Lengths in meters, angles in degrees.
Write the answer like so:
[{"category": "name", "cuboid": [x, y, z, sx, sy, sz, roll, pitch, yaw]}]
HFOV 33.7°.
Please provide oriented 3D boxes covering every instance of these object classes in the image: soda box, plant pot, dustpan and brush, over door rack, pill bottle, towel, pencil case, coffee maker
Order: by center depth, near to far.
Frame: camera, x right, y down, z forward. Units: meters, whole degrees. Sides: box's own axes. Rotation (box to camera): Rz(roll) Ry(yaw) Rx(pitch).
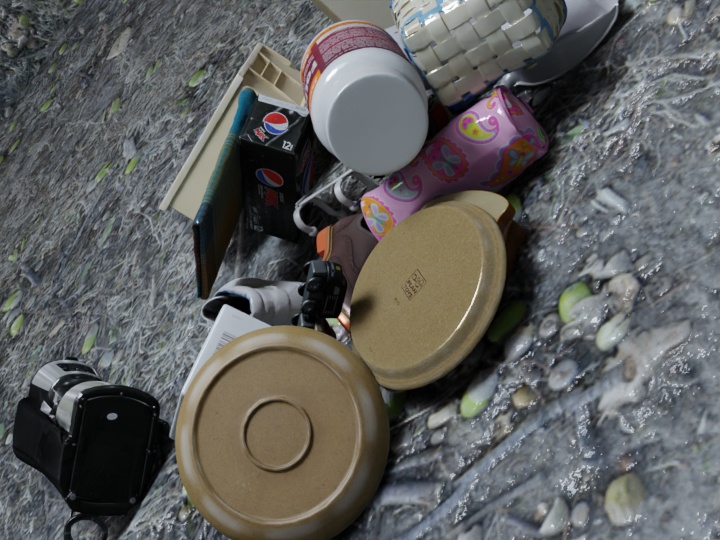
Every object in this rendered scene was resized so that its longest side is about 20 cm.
[{"category": "plant pot", "cuboid": [-0.073, 0.147, 1.060, 0.201, 0.199, 0.028, -55, -13, -6]}, {"category": "pill bottle", "cuboid": [0.003, -0.169, 1.161, 0.114, 0.114, 0.200, -45, 21, 12]}, {"category": "pencil case", "cuboid": [0.090, -0.095, 1.181, 0.199, 0.087, 0.088, -38, 31, 27]}, {"category": "dustpan and brush", "cuboid": [0.175, -0.227, 1.248, 0.200, 0.057, 0.140, -41, 42, 7]}, {"category": "towel", "cuboid": [-0.151, -0.087, 1.329, 0.147, 0.021, 0.202, 96, -172, -54]}, {"category": "over door rack", "cuboid": [0.016, -0.126, 1.356, 0.147, 0.067, 0.201, -30, 22, 35]}, {"category": "soda box", "cuboid": [-0.094, -0.113, 1.371, 0.201, 0.070, 0.064, 95, -166, -63]}, {"category": "coffee maker", "cuboid": [-0.340, 0.212, 1.414, 0.199, 0.134, 0.194, 8, 64, 59]}]

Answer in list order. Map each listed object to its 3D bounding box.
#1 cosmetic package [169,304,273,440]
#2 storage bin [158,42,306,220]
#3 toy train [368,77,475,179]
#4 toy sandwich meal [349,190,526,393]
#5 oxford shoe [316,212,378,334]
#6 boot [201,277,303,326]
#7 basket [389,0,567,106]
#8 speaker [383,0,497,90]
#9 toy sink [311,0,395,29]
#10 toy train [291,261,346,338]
[{"category": "cosmetic package", "cuboid": [-0.137, 0.120, 1.202, 0.200, 0.073, 0.103, 118, 177, -68]}, {"category": "storage bin", "cuboid": [-0.153, -0.170, 1.532, 0.201, 0.093, 0.199, -56, 10, 21]}, {"category": "toy train", "cuboid": [0.068, -0.156, 1.257, 0.046, 0.034, 0.200, -22, 17, 46]}, {"category": "toy sandwich meal", "cuboid": [0.072, 0.022, 1.099, 0.204, 0.070, 0.207, -27, 48, 34]}, {"category": "oxford shoe", "cuboid": [0.000, 0.000, 1.223, 0.072, 0.071, 0.201, -34, 34, 15]}, {"category": "boot", "cuboid": [-0.141, 0.040, 1.336, 0.199, 0.095, 0.075, -10, 81, 51]}, {"category": "basket", "cuboid": [0.114, -0.261, 1.183, 0.175, 0.139, 0.201, -25, 32, 24]}, {"category": "speaker", "cuboid": [0.047, -0.232, 1.311, 0.198, 0.082, 0.081, -24, 28, -9]}, {"category": "toy sink", "cuboid": [0.027, -0.414, 1.585, 0.201, 0.130, 0.112, -51, 28, 4]}, {"category": "toy train", "cuboid": [-0.046, 0.069, 1.145, 0.034, 0.045, 0.202, -102, 20, -45]}]
